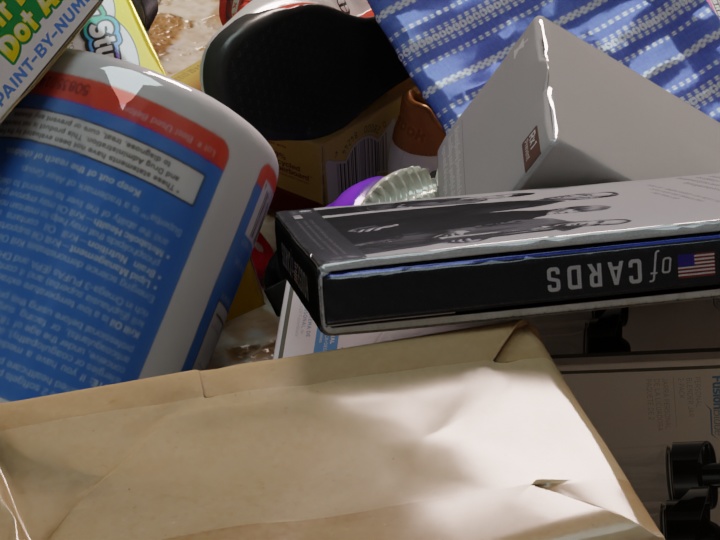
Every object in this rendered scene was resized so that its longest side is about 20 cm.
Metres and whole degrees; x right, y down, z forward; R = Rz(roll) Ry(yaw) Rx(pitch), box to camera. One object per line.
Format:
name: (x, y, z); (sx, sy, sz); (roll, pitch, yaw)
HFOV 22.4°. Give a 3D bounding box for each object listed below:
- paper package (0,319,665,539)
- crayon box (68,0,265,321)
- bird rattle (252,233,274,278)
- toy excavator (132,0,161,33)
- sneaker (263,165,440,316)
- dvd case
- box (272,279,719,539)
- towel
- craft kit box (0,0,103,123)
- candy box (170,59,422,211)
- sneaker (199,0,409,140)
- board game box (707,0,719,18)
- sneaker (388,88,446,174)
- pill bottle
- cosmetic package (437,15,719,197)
paper package: (-0.018, 0.134, 0.515); (0.189, 0.201, 0.104); (-9, 32, -11)
crayon box: (-0.160, -0.041, 0.810); (0.172, 0.058, 0.201); (-23, 63, -8)
bird rattle: (-0.147, -0.027, 0.888); (0.200, 0.113, 0.163); (36, 59, 25)
toy excavator: (-0.229, -0.170, 1.076); (0.194, 0.200, 0.100); (42, 31, -15)
sneaker: (0.000, 0.001, 0.796); (0.099, 0.070, 0.200); (-19, 0, 15)
dvd case: (0.077, -0.011, 0.589); (0.199, 0.025, 0.150); (-5, 8, -7)
box: (0.075, 0.051, 0.684); (0.199, 0.117, 0.060); (-2, 43, 10)
towel: (0.104, -0.092, 0.839); (0.144, 0.024, 0.201); (-29, 76, -10)
craft kit box: (-0.173, -0.100, 0.722); (0.199, 0.049, 0.198); (2, 49, 51)
candy box: (-0.002, -0.101, 0.997); (0.116, 0.057, 0.200); (23, 42, 32)
sneaker: (-0.040, -0.115, 0.895); (0.107, 0.068, 0.201); (14, 27, 33)
board game box: (0.277, -0.083, 0.912); (0.199, 0.064, 0.148); (-9, 59, -11)
sneaker: (0.112, -0.074, 0.929); (0.199, 0.085, 0.073); (-11, 33, -17)
pill bottle: (-0.114, 0.029, 0.684); (0.112, 0.112, 0.201); (15, 75, 23)
cosmetic package: (0.132, -0.006, 0.743); (0.199, 0.090, 0.107); (26, 31, -13)
